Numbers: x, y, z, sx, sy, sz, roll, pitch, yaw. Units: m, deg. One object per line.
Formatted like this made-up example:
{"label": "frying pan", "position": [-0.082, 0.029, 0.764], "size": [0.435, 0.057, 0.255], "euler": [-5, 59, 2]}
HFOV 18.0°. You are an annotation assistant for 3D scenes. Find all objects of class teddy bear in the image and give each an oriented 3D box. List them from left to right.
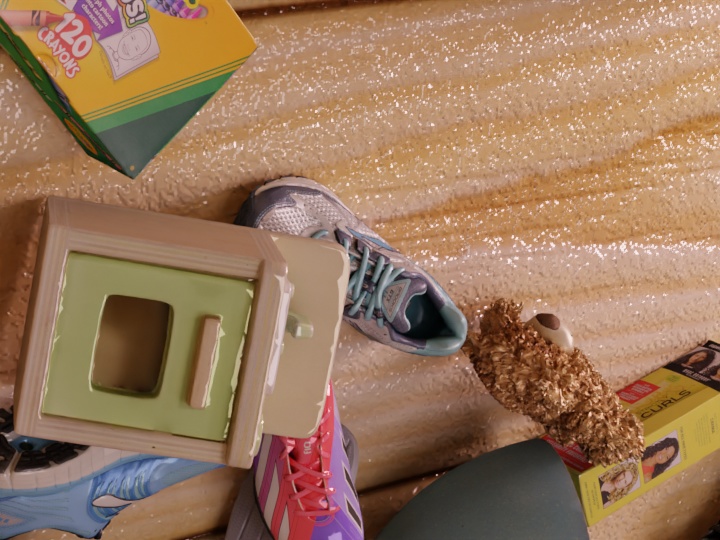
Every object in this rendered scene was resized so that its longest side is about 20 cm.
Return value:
{"label": "teddy bear", "position": [0.146, 0.078, 1.631], "size": [0.067, 0.145, 0.200], "euler": [-40, 132, 11]}

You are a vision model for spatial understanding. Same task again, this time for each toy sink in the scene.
{"label": "toy sink", "position": [-0.104, 0.041, 1.392], "size": [0.198, 0.112, 0.131], "euler": [10, 100, -11]}

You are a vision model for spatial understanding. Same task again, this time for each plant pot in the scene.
{"label": "plant pot", "position": [0.080, 0.229, 1.626], "size": [0.134, 0.200, 0.202], "euler": [-7, 113, -11]}

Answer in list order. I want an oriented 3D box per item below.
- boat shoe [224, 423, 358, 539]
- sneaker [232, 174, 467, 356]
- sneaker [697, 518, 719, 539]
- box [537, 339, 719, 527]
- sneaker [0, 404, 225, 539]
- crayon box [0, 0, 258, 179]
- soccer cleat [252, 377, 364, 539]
{"label": "boat shoe", "position": [-0.058, 0.198, 1.579], "size": [0.201, 0.072, 0.071], "euler": [-61, 155, -7]}
{"label": "sneaker", "position": [0.000, 0.000, 1.527], "size": [0.199, 0.086, 0.078], "euler": [28, 89, -40]}
{"label": "sneaker", "position": [0.327, 0.190, 1.852], "size": [0.199, 0.083, 0.122], "euler": [-19, 123, -40]}
{"label": "box", "position": [0.223, 0.123, 1.756], "size": [0.199, 0.075, 0.050], "euler": [-27, 119, -26]}
{"label": "sneaker", "position": [-0.166, 0.125, 1.472], "size": [0.199, 0.078, 0.090], "euler": [-8, 131, -32]}
{"label": "crayon box", "position": [-0.162, -0.167, 1.356], "size": [0.119, 0.058, 0.200], "euler": [-47, 129, -13]}
{"label": "soccer cleat", "position": [-0.039, 0.113, 1.503], "size": [0.068, 0.073, 0.202], "euler": [-14, 91, -15]}
